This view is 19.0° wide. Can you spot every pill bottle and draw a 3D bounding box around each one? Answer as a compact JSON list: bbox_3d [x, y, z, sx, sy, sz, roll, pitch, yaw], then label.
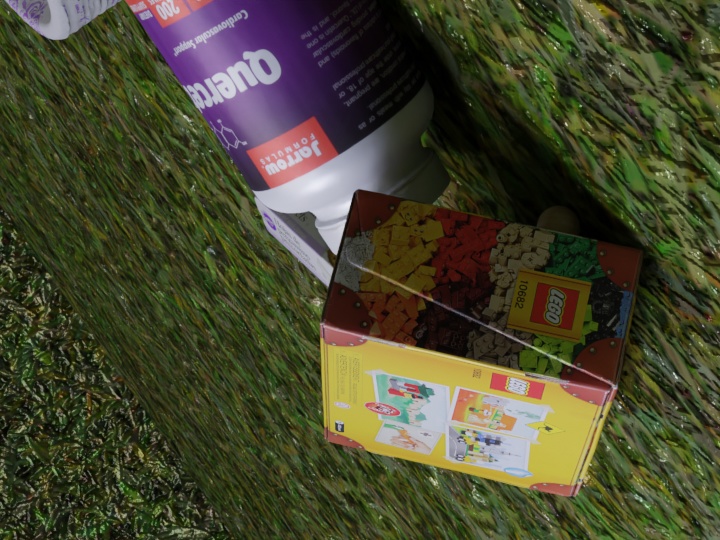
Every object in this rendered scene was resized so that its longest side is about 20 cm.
[{"bbox_3d":[-0.036,-0.111,1.147,0.200,0.112,0.112,56,166,-13],"label":"pill bottle"}]

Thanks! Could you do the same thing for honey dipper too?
[{"bbox_3d":[0.089,0.005,1.180,0.038,0.038,0.200,51,165,9],"label":"honey dipper"}]

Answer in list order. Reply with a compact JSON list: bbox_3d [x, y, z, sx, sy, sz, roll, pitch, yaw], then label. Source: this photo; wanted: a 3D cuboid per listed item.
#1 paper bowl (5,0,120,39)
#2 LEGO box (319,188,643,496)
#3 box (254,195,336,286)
[{"bbox_3d":[-0.212,-0.259,1.392,0.201,0.104,0.201,50,167,16],"label":"paper bowl"},{"bbox_3d":[0.059,0.044,1.134,0.149,0.077,0.200,12,159,4],"label":"LEGO box"},{"bbox_3d":[0.000,0.000,1.461,0.200,0.041,0.039,43,163,40],"label":"box"}]
